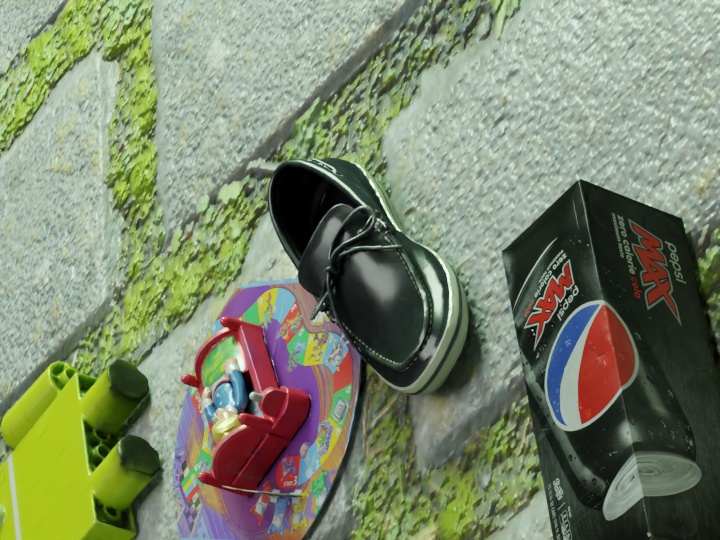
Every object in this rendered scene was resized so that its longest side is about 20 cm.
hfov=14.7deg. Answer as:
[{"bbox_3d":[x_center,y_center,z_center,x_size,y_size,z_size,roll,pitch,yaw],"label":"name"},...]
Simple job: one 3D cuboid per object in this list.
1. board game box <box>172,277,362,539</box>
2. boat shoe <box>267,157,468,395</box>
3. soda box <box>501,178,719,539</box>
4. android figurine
[{"bbox_3d":[-0.070,0.076,1.604,0.200,0.039,0.159,-6,70,57],"label":"board game box"},{"bbox_3d":[0.000,0.000,1.511,0.075,0.062,0.200,-58,35,20],"label":"boat shoe"},{"bbox_3d":[0.121,0.060,1.271,0.063,0.070,0.201,-44,40,37],"label":"soda box"},{"bbox_3d":[-0.195,0.151,1.773,0.200,0.041,0.183,-46,39,34],"label":"android figurine"}]
